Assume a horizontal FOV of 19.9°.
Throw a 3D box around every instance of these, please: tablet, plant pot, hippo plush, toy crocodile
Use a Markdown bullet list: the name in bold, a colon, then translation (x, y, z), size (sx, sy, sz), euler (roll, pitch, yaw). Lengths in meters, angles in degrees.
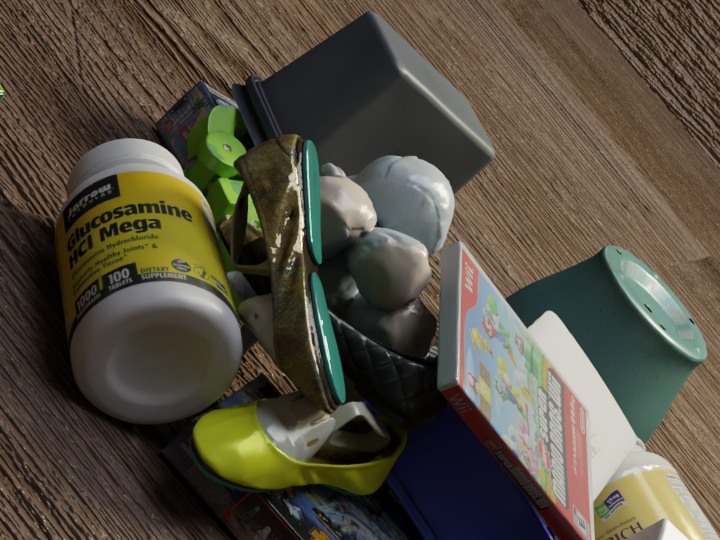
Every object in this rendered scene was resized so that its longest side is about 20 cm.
- **tablet**: translation (0.149, 0.112, 1.555), size (0.130, 0.014, 0.200), euler (56, 28, -2)
- **plant pot**: translation (0.201, 0.085, 1.843), size (0.200, 0.188, 0.200), euler (41, 20, -18)
- **hippo plush**: translation (0.000, 0.000, 1.516), size (0.159, 0.200, 0.161), euler (58, 38, -4)
- **toy crocodile**: translation (-0.099, -0.045, 1.614), size (0.062, 0.068, 0.200), euler (7, 48, -35)

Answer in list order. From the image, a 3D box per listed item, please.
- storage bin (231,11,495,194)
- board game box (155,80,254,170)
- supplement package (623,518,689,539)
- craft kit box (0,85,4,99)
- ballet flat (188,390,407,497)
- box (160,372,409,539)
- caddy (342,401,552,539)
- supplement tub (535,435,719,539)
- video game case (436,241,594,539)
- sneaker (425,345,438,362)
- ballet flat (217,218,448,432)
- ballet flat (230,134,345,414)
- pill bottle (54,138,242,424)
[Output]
- **storage bin**: translation (0.009, -0.122, 1.707), size (0.200, 0.134, 0.146), euler (39, 20, -46)
- **board game box**: translation (-0.060, -0.039, 1.725), size (0.200, 0.062, 0.200), euler (29, 27, -42)
- **supplement package**: translation (0.191, 0.297, 1.429), size (0.121, 0.120, 0.200), euler (43, 41, -12)
- **craft kit box**: translation (-0.365, -0.201, 1.428), size (0.198, 0.049, 0.200), euler (10, 42, -56)
- **ballet flat**: translation (-0.034, 0.110, 1.364), size (0.200, 0.067, 0.067), euler (16, 38, -55)
- **box**: translation (-0.036, 0.170, 1.405), size (0.200, 0.040, 0.137), euler (49, 19, 4)
- **caddy**: translation (0.059, 0.165, 1.520), size (0.200, 0.105, 0.141), euler (57, 2, 3)
- **supplement tub**: translation (0.217, 0.237, 1.649), size (0.145, 0.145, 0.200), euler (19, 34, -54)
- **video game case**: translation (0.112, 0.092, 1.448), size (0.200, 0.017, 0.143), euler (51, 28, -34)
- **sneaker**: translation (0.076, 0.091, 1.655), size (0.075, 0.081, 0.200), euler (31, -20, -2)
- **ballet flat**: translation (-0.018, 0.030, 1.412), size (0.200, 0.057, 0.066), euler (42, 4, 3)
- **ballet flat**: translation (-0.052, 0.005, 1.353), size (0.071, 0.071, 0.200), euler (23, 53, -50)
- **pill bottle**: translation (-0.149, 0.000, 1.389), size (0.112, 0.112, 0.200), euler (34, 23, -34)
